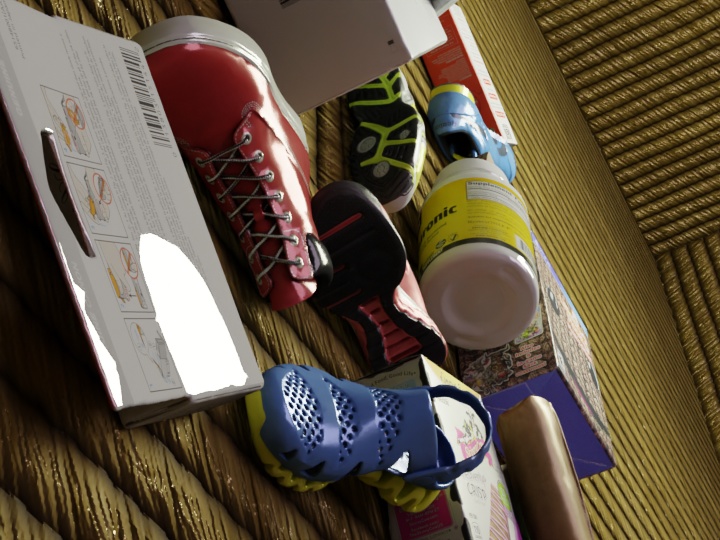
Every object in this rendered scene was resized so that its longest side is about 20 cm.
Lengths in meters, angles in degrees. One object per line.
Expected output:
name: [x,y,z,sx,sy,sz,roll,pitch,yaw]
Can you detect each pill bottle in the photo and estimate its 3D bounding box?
pill bottle: [0.109,-0.025,1.255,0.112,0.111,0.200,58,19,-27]

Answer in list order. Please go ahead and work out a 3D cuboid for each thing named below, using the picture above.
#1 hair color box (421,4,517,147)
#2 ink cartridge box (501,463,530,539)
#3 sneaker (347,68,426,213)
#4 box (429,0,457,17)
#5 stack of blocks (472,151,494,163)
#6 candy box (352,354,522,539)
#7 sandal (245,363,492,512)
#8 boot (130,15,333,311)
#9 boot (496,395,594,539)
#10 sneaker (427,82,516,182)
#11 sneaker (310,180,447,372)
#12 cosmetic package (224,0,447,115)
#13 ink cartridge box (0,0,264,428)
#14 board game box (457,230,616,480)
hair color box: [0.133,-0.245,1.707,0.201,0.061,0.101,67,16,3]
ink cartridge box: [0.143,0.243,1.125,0.162,0.050,0.200,69,18,4]
sneaker: [0.036,-0.114,1.205,0.077,0.075,0.201,55,22,-33]
box: [0.031,-0.297,1.184,0.041,0.200,0.156,-32,90,-44]
stack of blocks: [0.159,-0.022,1.499,0.201,0.058,0.115,63,17,-15]
candy box: [0.067,0.175,0.948,0.136,0.061,0.201,36,34,-61]
sandal: [0.011,0.093,0.802,0.199,0.087,0.080,18,51,-49]
boot: [-0.072,-0.056,0.806,0.200,0.072,0.145,44,30,-61]
boot: [0.150,0.190,0.999,0.175,0.066,0.201,88,-10,-64]
sneaker: [0.134,-0.141,1.586,0.200,0.066,0.079,45,39,-51]
sneaker: [0.000,0.000,0.976,0.087,0.073,0.201,-113,178,-47]
cosmetic package: [-0.033,-0.247,1.077,0.200,0.122,0.200,65,18,-7]
ink cartridge box: [-0.127,-0.025,0.628,0.201,0.044,0.176,69,16,7]
board game box: [0.170,0.093,1.316,0.160,0.096,0.201,55,21,-36]
